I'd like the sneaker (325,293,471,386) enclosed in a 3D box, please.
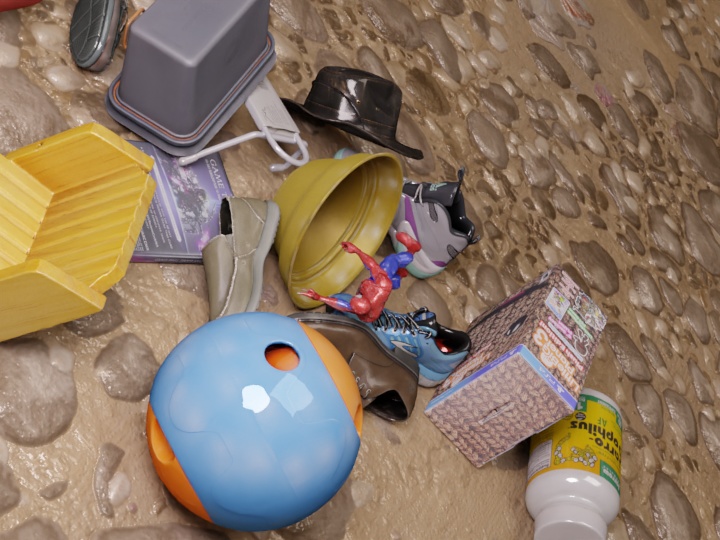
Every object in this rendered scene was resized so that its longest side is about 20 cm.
[{"bbox_3d":[0.046,0.063,1.561,0.200,0.090,0.079,22,47,-33],"label":"sneaker"}]

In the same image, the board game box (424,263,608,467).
[{"bbox_3d":[0.190,0.112,1.625,0.097,0.159,0.200,46,36,-9],"label":"board game box"}]

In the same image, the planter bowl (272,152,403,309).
[{"bbox_3d":[-0.044,-0.062,1.521,0.083,0.201,0.200,34,30,23],"label":"planter bowl"}]

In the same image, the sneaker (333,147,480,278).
[{"bbox_3d":[0.070,-0.098,1.674,0.200,0.140,0.078,47,37,-11],"label":"sneaker"}]

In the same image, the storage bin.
[{"bbox_3d":[-0.183,-0.253,1.459,0.145,0.134,0.200,32,58,7],"label":"storage bin"}]

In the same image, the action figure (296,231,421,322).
[{"bbox_3d":[0.000,0.000,1.511,0.099,0.065,0.200,26,21,3],"label":"action figure"}]

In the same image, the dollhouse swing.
[{"bbox_3d":[-0.317,-0.073,1.214,0.176,0.181,0.200,55,31,-35],"label":"dollhouse swing"}]

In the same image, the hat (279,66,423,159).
[{"bbox_3d":[-0.003,-0.206,1.655,0.200,0.081,0.201,21,4,-2],"label":"hat"}]

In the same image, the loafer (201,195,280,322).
[{"bbox_3d":[-0.141,0.003,1.419,0.070,0.075,0.200,24,51,-17],"label":"loafer"}]

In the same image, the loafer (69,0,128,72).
[{"bbox_3d":[-0.280,-0.296,1.508,0.063,0.072,0.200,27,42,-40],"label":"loafer"}]

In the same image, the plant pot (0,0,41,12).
[{"bbox_3d":[-0.391,-0.335,1.325,0.201,0.200,0.177,61,27,9],"label":"plant pot"}]

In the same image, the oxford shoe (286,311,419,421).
[{"bbox_3d":[-0.010,0.107,1.481,0.200,0.073,0.085,30,45,-30],"label":"oxford shoe"}]

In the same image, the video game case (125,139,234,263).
[{"bbox_3d":[-0.210,-0.073,1.448,0.200,0.019,0.143,2,60,-48],"label":"video game case"}]

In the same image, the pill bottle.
[{"bbox_3d":[0.257,0.247,1.631,0.113,0.113,0.200,38,39,-21],"label":"pill bottle"}]

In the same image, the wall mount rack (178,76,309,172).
[{"bbox_3d":[-0.150,-0.180,1.540,0.174,0.075,0.200,4,50,-54],"label":"wall mount rack"}]

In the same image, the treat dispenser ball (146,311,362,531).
[{"bbox_3d":[-0.097,0.139,1.248,0.201,0.201,0.201,29,43,-31],"label":"treat dispenser ball"}]
